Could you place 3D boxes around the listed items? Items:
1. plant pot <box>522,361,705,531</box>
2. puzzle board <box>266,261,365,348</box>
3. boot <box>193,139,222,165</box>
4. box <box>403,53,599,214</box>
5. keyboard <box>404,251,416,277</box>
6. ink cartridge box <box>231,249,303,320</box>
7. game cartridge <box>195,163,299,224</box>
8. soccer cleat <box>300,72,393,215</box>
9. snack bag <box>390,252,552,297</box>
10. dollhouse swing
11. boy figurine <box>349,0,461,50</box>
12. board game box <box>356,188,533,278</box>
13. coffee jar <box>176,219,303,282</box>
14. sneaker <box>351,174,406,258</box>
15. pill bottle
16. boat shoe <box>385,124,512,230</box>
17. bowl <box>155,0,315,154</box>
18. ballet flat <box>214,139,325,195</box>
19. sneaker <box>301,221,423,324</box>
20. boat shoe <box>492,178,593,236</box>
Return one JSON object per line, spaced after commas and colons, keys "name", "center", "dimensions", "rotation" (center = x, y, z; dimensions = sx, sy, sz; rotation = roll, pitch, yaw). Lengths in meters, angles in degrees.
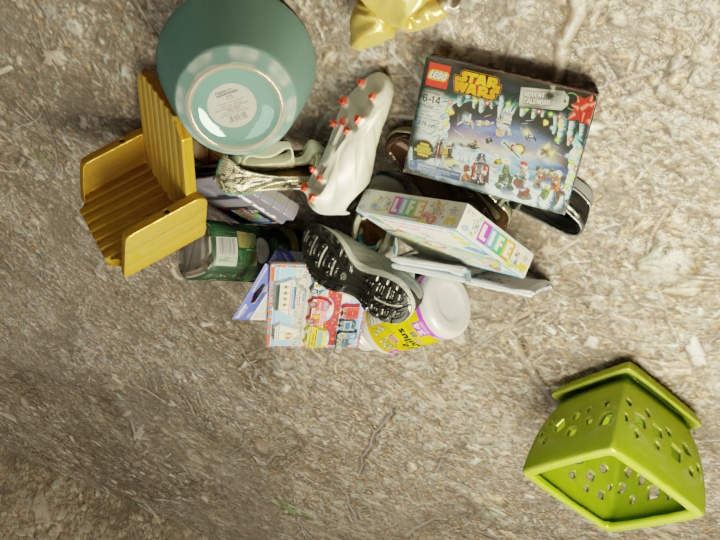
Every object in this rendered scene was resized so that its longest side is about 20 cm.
{"name": "plant pot", "center": [0.399, 0.266, 1.264], "dimensions": [0.199, 0.183, 0.199], "rotation": [36, 143, -15]}
{"name": "puzzle board", "center": [-0.064, 0.058, 1.227], "dimensions": [0.148, 0.018, 0.201], "rotation": [0, 139, -9]}
{"name": "boot", "center": [-0.167, -0.184, 1.129], "dimensions": [0.154, 0.077, 0.200], "rotation": [30, 147, -4]}
{"name": "box", "center": [0.158, -0.158, 0.941], "dimensions": [0.197, 0.040, 0.139], "rotation": [16, 112, 13]}
{"name": "keyboard", "center": [0.017, 0.021, 1.298], "dimensions": [0.011, 0.057, 0.199], "rotation": [29, 148, -32]}
{"name": "ink cartridge box", "center": [-0.097, 0.025, 1.255], "dimensions": [0.198, 0.042, 0.120], "rotation": [1, 135, -44]}
{"name": "game cartridge", "center": [-0.188, -0.110, 1.208], "dimensions": [0.129, 0.039, 0.199], "rotation": [37, 162, -31]}
{"name": "soccer cleat", "center": [-0.005, -0.158, 1.045], "dimensions": [0.077, 0.070, 0.201], "rotation": [11, 122, -36]}
{"name": "snack bag", "center": [0.157, 0.003, 1.122], "dimensions": [0.197, 0.022, 0.188], "rotation": [13, -174, 19]}
{"name": "dollhouse swing", "center": [-0.322, -0.143, 1.144], "dimensions": [0.200, 0.180, 0.177], "rotation": [51, 164, 36]}
{"name": "boy figurine", "center": [0.047, -0.302, 0.860], "dimensions": [0.123, 0.065, 0.200], "rotation": [30, 145, -6]}
{"name": "board game box", "center": [0.102, -0.049, 1.030], "dimensions": [0.134, 0.035, 0.199], "rotation": [31, 172, -36]}
{"name": "coffee jar", "center": [-0.173, -0.026, 1.256], "dimensions": [0.198, 0.087, 0.103], "rotation": [4, 169, -44]}
{"name": "sneaker", "center": [0.015, -0.046, 1.189], "dimensions": [0.075, 0.081, 0.201], "rotation": [19, 144, 10]}
{"name": "pill bottle", "center": [0.070, 0.072, 1.287], "dimensions": [0.104, 0.105, 0.199], "rotation": [42, 142, -23]}
{"name": "boat shoe", "center": [0.112, -0.106, 1.059], "dimensions": [0.201, 0.075, 0.075], "rotation": [34, 144, -12]}
{"name": "bowl", "center": [-0.147, -0.219, 0.981], "dimensions": [0.197, 0.106, 0.203], "rotation": [-5, 132, -5]}
{"name": "ballet flat", "center": [-0.093, -0.140, 1.087], "dimensions": [0.197, 0.068, 0.076], "rotation": [-5, 141, -23]}
{"name": "sneaker", "center": [0.000, 0.000, 1.124], "dimensions": [0.199, 0.079, 0.075], "rotation": [36, 118, 18]}
{"name": "boat shoe", "center": [0.194, -0.106, 1.013], "dimensions": [0.198, 0.069, 0.074], "rotation": [32, 144, -9]}
